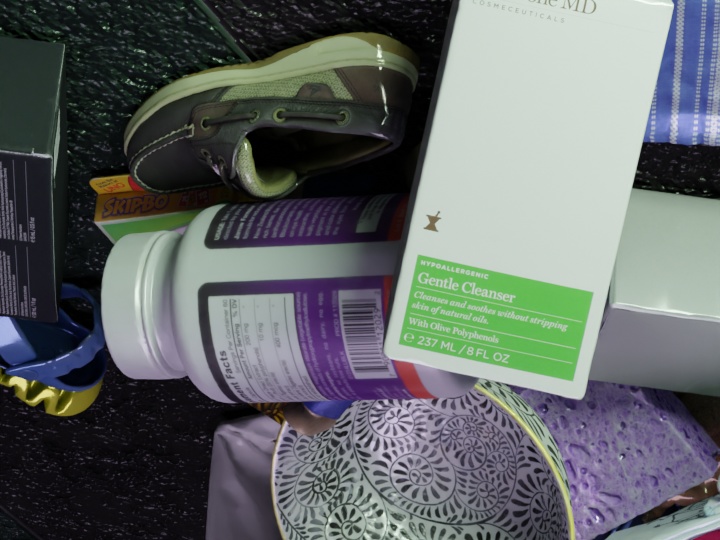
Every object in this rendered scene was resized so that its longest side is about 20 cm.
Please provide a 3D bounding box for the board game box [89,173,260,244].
[{"bbox_3d":[-0.085,-0.005,1.605,0.095,0.030,0.200,-7,147,20],"label":"board game box"}]

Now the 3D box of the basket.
[{"bbox_3d":[-0.021,0.205,1.801,0.135,0.201,0.123,-10,153,26],"label":"basket"}]

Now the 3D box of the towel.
[{"bbox_3d":[0.182,-0.105,1.375,0.199,0.024,0.145,2,150,6],"label":"towel"}]

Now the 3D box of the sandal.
[{"bbox_3d":[-0.239,0.030,1.651,0.199,0.080,0.087,12,149,-29],"label":"sandal"}]

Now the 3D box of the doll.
[{"bbox_3d":[0.000,0.000,1.511,0.136,0.048,0.200,45,123,12],"label":"doll"}]

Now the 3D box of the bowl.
[{"bbox_3d":[0.053,0.130,1.620,0.200,0.094,0.202,10,115,22],"label":"bowl"}]

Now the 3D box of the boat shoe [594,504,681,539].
[{"bbox_3d":[0.153,0.146,1.773,0.199,0.085,0.068,25,158,-35],"label":"boat shoe"}]

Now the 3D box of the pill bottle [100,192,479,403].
[{"bbox_3d":[-0.036,0.017,1.441,0.199,0.112,0.112,-2,151,21],"label":"pill bottle"}]

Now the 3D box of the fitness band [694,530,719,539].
[{"bbox_3d":[0.185,0.188,1.592,0.143,0.038,0.200,-23,-178,18],"label":"fitness band"}]

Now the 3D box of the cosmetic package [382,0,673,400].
[{"bbox_3d":[0.081,-0.051,1.298,0.107,0.201,0.085,11,-167,0],"label":"cosmetic package"}]

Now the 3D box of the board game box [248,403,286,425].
[{"bbox_3d":[0.017,0.043,1.627,0.199,0.035,0.126,-23,144,26],"label":"board game box"}]

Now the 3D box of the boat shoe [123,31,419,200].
[{"bbox_3d":[-0.055,-0.072,1.431,0.200,0.066,0.072,-17,144,35],"label":"boat shoe"}]

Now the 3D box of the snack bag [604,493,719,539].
[{"bbox_3d":[0.219,0.134,1.560,0.199,0.022,0.188,-24,176,15],"label":"snack bag"}]

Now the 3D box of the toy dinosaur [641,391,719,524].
[{"bbox_3d":[0.231,0.103,1.690,0.135,0.086,0.200,-30,115,31],"label":"toy dinosaur"}]

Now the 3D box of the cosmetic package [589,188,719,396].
[{"bbox_3d":[0.231,0.020,1.532,0.199,0.091,0.107,11,153,-5],"label":"cosmetic package"}]

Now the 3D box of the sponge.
[{"bbox_3d":[0.118,0.124,1.668,0.200,0.030,0.112,-33,104,34],"label":"sponge"}]

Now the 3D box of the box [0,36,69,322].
[{"bbox_3d":[-0.238,-0.053,1.487,0.140,0.079,0.200,4,152,-4],"label":"box"}]

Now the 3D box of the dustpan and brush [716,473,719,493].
[{"bbox_3d":[0.264,0.044,1.453,0.139,0.200,0.057,38,173,-4],"label":"dustpan and brush"}]
